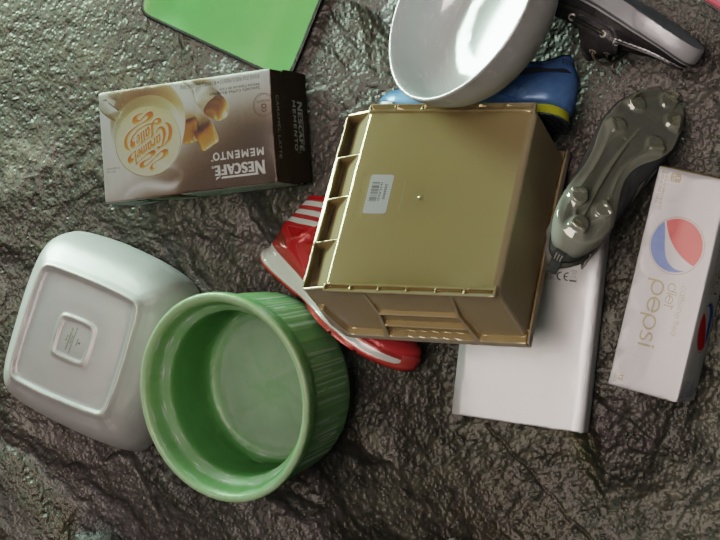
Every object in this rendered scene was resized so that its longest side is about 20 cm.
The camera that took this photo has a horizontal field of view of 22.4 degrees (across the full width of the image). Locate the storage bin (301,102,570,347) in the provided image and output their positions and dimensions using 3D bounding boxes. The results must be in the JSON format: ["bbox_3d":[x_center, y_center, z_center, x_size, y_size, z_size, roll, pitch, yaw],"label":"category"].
[{"bbox_3d":[0.069,-0.044,1.660,0.197,0.094,0.201,2,63,26],"label":"storage bin"}]

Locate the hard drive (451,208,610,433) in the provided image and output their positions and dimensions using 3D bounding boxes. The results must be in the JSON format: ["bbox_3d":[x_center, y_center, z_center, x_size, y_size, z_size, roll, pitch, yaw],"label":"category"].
[{"bbox_3d":[0.159,0.042,1.696,0.131,0.027,0.202,6,90,25],"label":"hard drive"}]

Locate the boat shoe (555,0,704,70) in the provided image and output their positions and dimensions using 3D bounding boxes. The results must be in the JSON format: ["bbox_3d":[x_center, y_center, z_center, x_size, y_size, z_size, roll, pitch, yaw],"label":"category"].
[{"bbox_3d":[0.218,-0.223,1.660,0.199,0.070,0.067,33,109,23],"label":"boat shoe"}]

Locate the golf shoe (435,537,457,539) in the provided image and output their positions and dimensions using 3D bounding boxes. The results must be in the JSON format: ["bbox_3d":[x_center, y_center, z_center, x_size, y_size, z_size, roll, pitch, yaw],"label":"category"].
[{"bbox_3d":[0.054,0.290,1.718,0.199,0.078,0.095,19,78,23],"label":"golf shoe"}]

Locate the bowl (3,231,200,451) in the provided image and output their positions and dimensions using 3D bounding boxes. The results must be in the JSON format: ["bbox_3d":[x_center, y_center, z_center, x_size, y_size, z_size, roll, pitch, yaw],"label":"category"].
[{"bbox_3d":[-0.276,0.070,1.872,0.199,0.075,0.201,22,95,23],"label":"bowl"}]

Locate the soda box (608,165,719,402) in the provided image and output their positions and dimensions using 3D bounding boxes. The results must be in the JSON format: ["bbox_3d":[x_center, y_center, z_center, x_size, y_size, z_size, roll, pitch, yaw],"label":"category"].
[{"bbox_3d":[0.281,0.012,1.621,0.068,0.064,0.202,14,93,24],"label":"soda box"}]

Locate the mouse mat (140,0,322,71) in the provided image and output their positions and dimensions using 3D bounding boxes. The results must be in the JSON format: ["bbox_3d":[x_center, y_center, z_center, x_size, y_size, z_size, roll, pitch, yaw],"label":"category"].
[{"bbox_3d":[-0.122,-0.301,1.853,0.199,0.008,0.162,27,99,22],"label":"mouse mat"}]

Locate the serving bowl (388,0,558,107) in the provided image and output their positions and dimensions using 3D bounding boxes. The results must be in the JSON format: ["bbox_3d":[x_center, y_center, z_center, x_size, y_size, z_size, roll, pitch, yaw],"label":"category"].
[{"bbox_3d":[0.113,-0.233,1.650,0.200,0.066,0.201,-31,46,39],"label":"serving bowl"}]

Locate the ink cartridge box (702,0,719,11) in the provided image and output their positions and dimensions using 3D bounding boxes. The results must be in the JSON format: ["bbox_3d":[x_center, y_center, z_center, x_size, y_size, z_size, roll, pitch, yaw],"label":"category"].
[{"bbox_3d":[0.335,-0.335,1.599,0.144,0.084,0.201,36,103,22],"label":"ink cartridge box"}]

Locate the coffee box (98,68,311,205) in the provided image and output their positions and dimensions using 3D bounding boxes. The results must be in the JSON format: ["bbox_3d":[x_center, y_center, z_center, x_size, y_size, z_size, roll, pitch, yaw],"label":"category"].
[{"bbox_3d":[-0.155,-0.131,1.819,0.198,0.080,0.115,-4,88,25],"label":"coffee box"}]

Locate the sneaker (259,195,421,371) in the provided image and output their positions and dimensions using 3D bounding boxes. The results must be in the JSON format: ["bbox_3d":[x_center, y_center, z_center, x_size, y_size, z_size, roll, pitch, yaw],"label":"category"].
[{"bbox_3d":[0.000,0.000,1.745,0.200,0.078,0.116,38,105,20],"label":"sneaker"}]

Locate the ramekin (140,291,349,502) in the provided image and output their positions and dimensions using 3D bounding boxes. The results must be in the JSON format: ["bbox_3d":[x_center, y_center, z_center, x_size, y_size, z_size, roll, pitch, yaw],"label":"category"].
[{"bbox_3d":[-0.106,0.115,1.759,0.199,0.097,0.202,5,100,32],"label":"ramekin"}]

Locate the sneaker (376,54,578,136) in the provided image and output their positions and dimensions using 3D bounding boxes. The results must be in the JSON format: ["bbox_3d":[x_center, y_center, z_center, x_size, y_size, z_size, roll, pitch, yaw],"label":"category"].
[{"bbox_3d":[0.110,-0.168,1.714,0.199,0.066,0.079,0,72,26],"label":"sneaker"}]

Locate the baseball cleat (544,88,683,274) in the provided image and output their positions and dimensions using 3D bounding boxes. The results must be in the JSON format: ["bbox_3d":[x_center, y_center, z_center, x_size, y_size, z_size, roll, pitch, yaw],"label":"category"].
[{"bbox_3d":[0.217,-0.080,1.631,0.070,0.107,0.200,38,60,7],"label":"baseball cleat"}]
